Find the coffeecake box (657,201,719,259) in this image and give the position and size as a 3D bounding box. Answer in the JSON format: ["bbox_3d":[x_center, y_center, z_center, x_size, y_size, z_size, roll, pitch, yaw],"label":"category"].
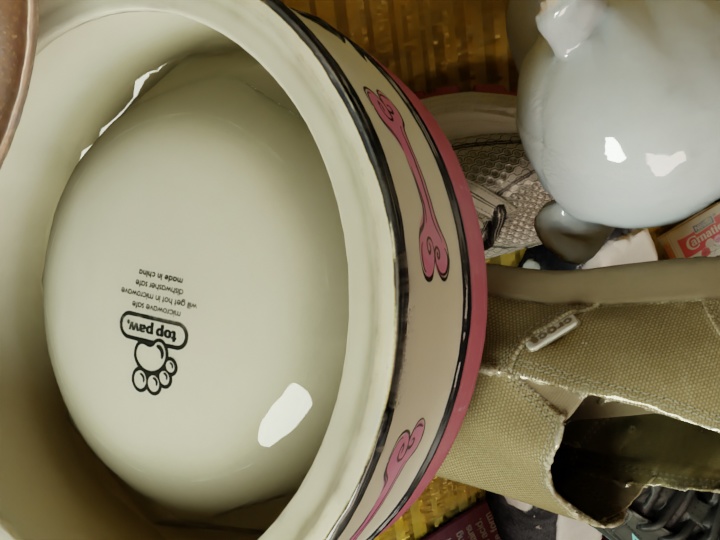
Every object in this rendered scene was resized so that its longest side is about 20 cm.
[{"bbox_3d":[0.206,0.075,1.032,0.073,0.200,0.153,-31,147,13],"label":"coffeecake box"}]

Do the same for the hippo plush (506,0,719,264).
[{"bbox_3d":[0.128,-0.046,0.835,0.161,0.200,0.159,-13,126,0],"label":"hippo plush"}]

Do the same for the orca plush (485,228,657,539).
[{"bbox_3d":[0.073,0.048,1.046,0.105,0.071,0.200,-38,141,-21],"label":"orca plush"}]

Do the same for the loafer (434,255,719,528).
[{"bbox_3d":[0.052,0.039,0.817,0.200,0.068,0.076,-9,143,23],"label":"loafer"}]

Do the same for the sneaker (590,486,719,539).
[{"bbox_3d":[0.117,0.073,0.988,0.075,0.079,0.200,-55,143,4],"label":"sneaker"}]

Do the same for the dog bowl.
[{"bbox_3d":[-0.049,0.009,0.798,0.200,0.200,0.074,-41,157,28],"label":"dog bowl"}]

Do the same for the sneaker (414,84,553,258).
[{"bbox_3d":[0.000,0.000,0.908,0.200,0.082,0.078,-17,148,-9],"label":"sneaker"}]

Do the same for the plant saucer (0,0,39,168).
[{"bbox_3d":[-0.181,-0.057,0.708,0.200,0.037,0.201,-19,128,-26],"label":"plant saucer"}]

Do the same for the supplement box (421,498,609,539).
[{"bbox_3d":[0.118,0.145,1.174,0.200,0.103,0.131,-34,146,17],"label":"supplement box"}]
